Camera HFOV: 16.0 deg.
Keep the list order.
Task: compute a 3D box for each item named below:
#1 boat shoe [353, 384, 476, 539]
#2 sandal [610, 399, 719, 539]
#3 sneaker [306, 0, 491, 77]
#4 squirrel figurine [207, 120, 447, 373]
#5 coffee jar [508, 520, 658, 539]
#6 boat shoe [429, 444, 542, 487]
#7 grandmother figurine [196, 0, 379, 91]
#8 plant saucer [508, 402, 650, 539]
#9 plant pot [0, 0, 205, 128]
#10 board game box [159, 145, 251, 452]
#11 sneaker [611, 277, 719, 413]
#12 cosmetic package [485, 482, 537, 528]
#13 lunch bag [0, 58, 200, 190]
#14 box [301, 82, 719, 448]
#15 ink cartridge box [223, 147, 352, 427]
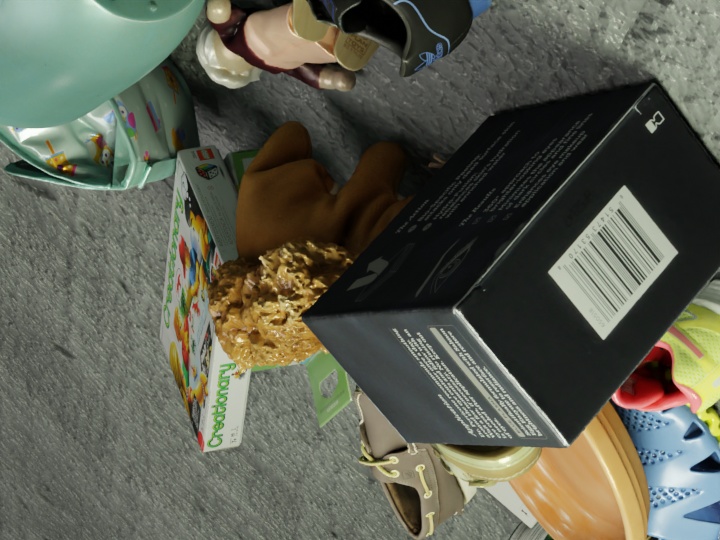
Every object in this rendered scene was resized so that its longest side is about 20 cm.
[{"bbox_3d":[0.033,0.140,1.963,0.072,0.060,0.200,32,162,32],"label":"boat shoe"},{"bbox_3d":[0.222,0.154,1.779,0.079,0.087,0.200,8,137,58],"label":"sandal"},{"bbox_3d":[-0.017,-0.198,1.577,0.200,0.078,0.070,37,157,17],"label":"sneaker"},{"bbox_3d":[0.000,0.000,1.754,0.186,0.200,0.142,7,129,37],"label":"squirrel figurine"},{"bbox_3d":[0.202,0.240,1.963,0.104,0.085,0.200,49,159,-24],"label":"coffee jar"},{"bbox_3d":[0.080,0.111,1.730,0.063,0.073,0.201,58,167,-17],"label":"boat shoe"},{"bbox_3d":[-0.055,-0.158,1.747,0.121,0.061,0.200,41,163,-22],"label":"grandmother figurine"},{"bbox_3d":[0.136,0.115,1.758,0.200,0.037,0.200,50,161,25],"label":"plant saucer"},{"bbox_3d":[-0.192,-0.210,1.723,0.201,0.201,0.161,51,146,-17],"label":"plant pot"},{"bbox_3d":[-0.113,0.023,1.928,0.200,0.034,0.126,100,155,-43],"label":"board game box"},{"bbox_3d":[0.179,0.048,1.658,0.078,0.090,0.200,51,159,-22],"label":"sneaker"},{"bbox_3d":[0.106,0.102,1.932,0.151,0.052,0.200,43,158,9],"label":"cosmetic package"},{"bbox_3d":[-0.216,-0.135,1.907,0.200,0.122,0.170,45,-167,5],"label":"lunch bag"},{"bbox_3d":[0.101,0.000,1.567,0.118,0.197,0.200,50,158,-17],"label":"box"},{"bbox_3d":[-0.065,0.016,1.934,0.104,0.059,0.201,135,124,-68],"label":"ink cartridge box"}]
